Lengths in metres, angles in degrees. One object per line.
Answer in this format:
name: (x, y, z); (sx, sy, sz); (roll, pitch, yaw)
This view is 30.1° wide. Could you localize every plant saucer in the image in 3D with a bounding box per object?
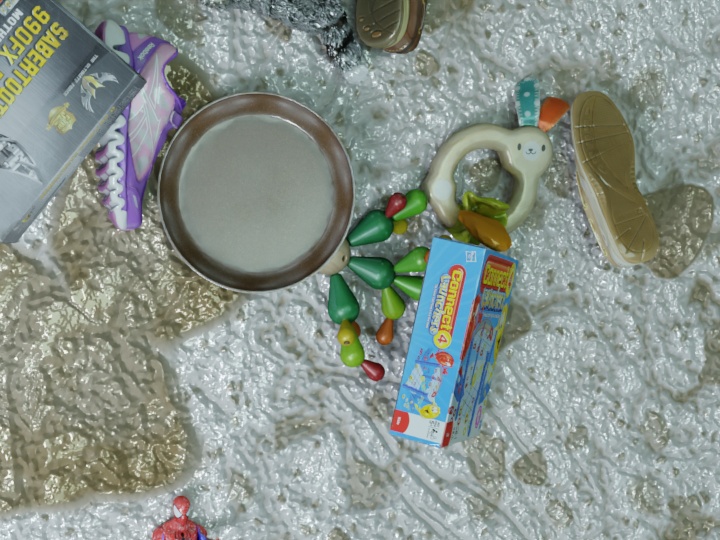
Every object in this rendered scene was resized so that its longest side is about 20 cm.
plant saucer: (-0.104, -0.077, 1.348); (0.198, 0.032, 0.203); (0, 86, -5)

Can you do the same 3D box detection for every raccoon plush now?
raccoon plush: (-0.082, -0.251, 1.335); (0.133, 0.097, 0.201); (-29, 105, -7)

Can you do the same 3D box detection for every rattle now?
rattle: (0.166, -0.119, 1.413); (0.200, 0.143, 0.131); (-40, 88, -6)

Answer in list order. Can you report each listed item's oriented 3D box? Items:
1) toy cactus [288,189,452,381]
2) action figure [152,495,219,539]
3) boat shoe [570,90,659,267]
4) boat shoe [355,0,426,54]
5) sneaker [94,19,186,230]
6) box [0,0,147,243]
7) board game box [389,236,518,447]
toy cactus: (0.000, 0.000, 1.393); (0.164, 0.102, 0.202); (23, 96, -11)
action figure: (-0.176, 0.333, 1.352); (0.065, 0.099, 0.203); (-1, 93, -21)
boat shoe: (0.269, -0.097, 1.486); (0.073, 0.069, 0.202); (-9, 78, -16)
boat shoe: (0.042, -0.323, 1.388); (0.067, 0.071, 0.203); (13, 82, -53)
sneaker: (-0.212, -0.140, 1.301); (0.087, 0.080, 0.203); (-1, 95, -23)
box: (-0.320, -0.151, 1.231); (0.158, 0.048, 0.200); (41, 92, 3)
board game box: (0.100, 0.073, 1.376); (0.055, 0.200, 0.198); (13, 91, 16)
